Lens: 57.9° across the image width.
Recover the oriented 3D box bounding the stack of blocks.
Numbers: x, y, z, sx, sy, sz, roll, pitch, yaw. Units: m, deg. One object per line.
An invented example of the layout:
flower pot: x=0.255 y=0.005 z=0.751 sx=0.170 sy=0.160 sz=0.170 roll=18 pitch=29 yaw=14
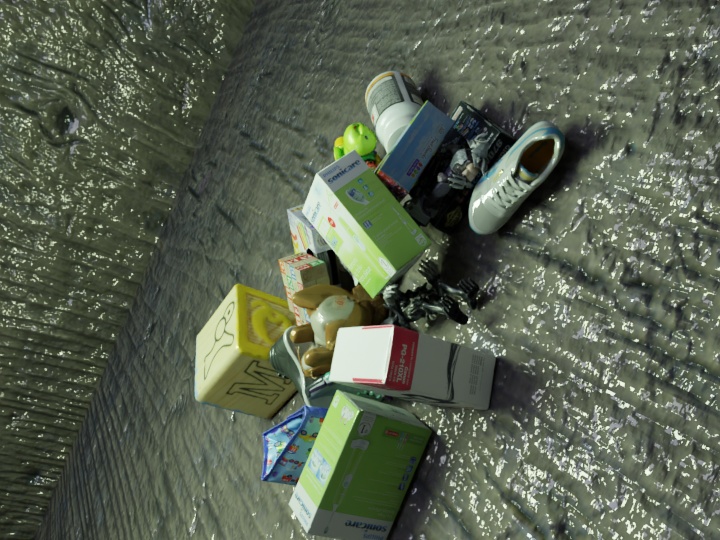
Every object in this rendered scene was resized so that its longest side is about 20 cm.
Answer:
stack of blocks: x=-0.101 y=0.073 z=1.330 sx=0.115 sy=0.058 sz=0.202 roll=23 pitch=128 yaw=60

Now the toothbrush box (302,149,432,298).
toothbrush box: x=0.006 y=-0.073 z=1.075 sx=0.086 sy=0.200 sz=0.146 roll=-35 pitch=-7 yaw=-23

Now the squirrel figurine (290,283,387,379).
squirrel figurine: x=-0.033 y=0.121 z=1.213 sx=0.141 sy=0.199 sz=0.188 roll=40 pitch=140 yaw=31

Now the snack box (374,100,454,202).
snack box: x=0.066 y=-0.177 z=1.145 sx=0.169 sy=0.067 sz=0.200 roll=-56 pitch=6 yaw=-22

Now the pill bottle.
pill bottle: x=0.080 y=-0.313 z=1.332 sx=0.116 sy=0.116 sz=0.201 roll=-48 pitch=35 yaw=31

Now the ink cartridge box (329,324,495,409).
ink cartridge box: x=0.078 y=0.145 z=0.961 sx=0.144 sy=0.199 sz=0.085 roll=-11 pitch=65 yaw=55

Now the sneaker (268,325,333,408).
sneaker: x=-0.117 y=0.215 z=1.307 sx=0.099 sy=0.070 sz=0.201 roll=-31 pitch=82 yaw=53

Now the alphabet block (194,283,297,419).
alphabet block: x=-0.240 y=0.184 z=1.456 sx=0.200 sy=0.195 sz=0.196 roll=-47 pitch=38 yaw=32

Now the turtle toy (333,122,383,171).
turtle toy: x=0.000 y=-0.222 z=1.368 sx=0.100 sy=0.201 sz=0.147 roll=-12 pitch=52 yaw=10

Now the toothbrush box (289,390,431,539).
toothbrush box: x=0.000 y=0.310 z=1.020 sx=0.086 sy=0.145 sz=0.201 roll=24 pitch=93 yaw=60

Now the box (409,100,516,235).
box: x=0.173 y=-0.186 z=1.171 sx=0.201 sy=0.046 sz=0.159 roll=-57 pitch=32 yaw=19

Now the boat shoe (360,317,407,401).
boat shoe: x=0.018 y=0.175 z=1.170 sx=0.201 sy=0.072 sz=0.066 roll=-63 pitch=26 yaw=8

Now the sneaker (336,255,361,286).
sneaker: x=0.000 y=0.000 z=1.303 sx=0.199 sy=0.075 sz=0.088 roll=-2 pitch=70 yaw=59

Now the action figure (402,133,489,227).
action figure: x=0.141 y=-0.149 z=1.072 sx=0.200 sy=0.069 sz=0.130 roll=-48 pitch=10 yaw=27

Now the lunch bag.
lunch bag: x=-0.063 y=0.294 z=1.121 sx=0.200 sy=0.150 sz=0.095 roll=-49 pitch=34 yaw=40

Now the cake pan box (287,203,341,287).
cake pan box: x=-0.097 y=-0.030 z=1.407 sx=0.200 sy=0.052 sz=0.186 roll=-138 pitch=34 yaw=-61

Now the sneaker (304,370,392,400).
sneaker: x=0.004 y=0.192 z=1.092 sx=0.199 sy=0.074 sz=0.088 roll=-26 pitch=84 yaw=11

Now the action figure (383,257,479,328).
action figure: x=0.101 y=0.040 z=1.078 sx=0.119 sy=0.102 sz=0.199 roll=-43 pitch=22 yaw=-29

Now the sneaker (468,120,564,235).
sneaker: x=0.232 y=-0.137 z=0.993 sx=0.201 sy=0.076 sz=0.081 roll=-56 pitch=2 yaw=22
